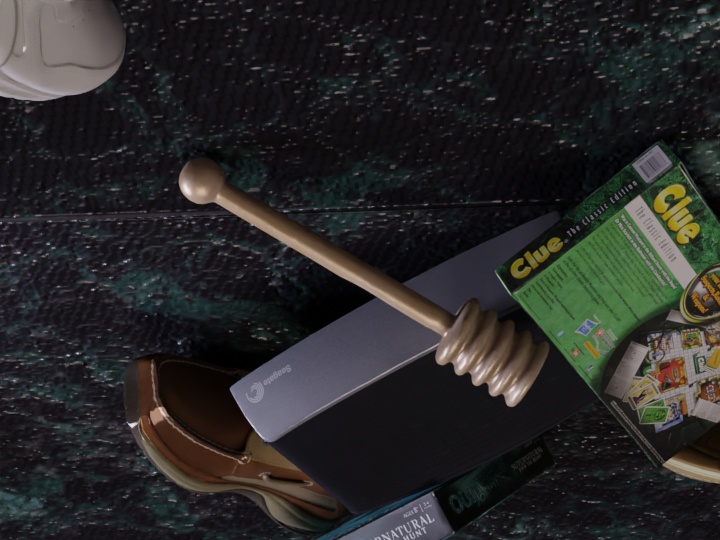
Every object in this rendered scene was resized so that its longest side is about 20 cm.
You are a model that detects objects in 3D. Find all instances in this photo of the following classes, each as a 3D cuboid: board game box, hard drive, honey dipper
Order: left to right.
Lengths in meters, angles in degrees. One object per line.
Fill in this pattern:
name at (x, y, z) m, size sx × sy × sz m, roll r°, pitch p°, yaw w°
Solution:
honey dipper at (0.000, 0.000, 1.139) m, size 0.199 × 0.038 × 0.038 m, roll 32°, pitch 144°, yaw -5°
board game box at (0.005, 0.157, 1.364) m, size 0.199 × 0.028 × 0.135 m, roll -29°, pitch 177°, yaw 32°
hard drive at (0.047, 0.056, 1.227) m, size 0.199 × 0.043 × 0.135 m, roll -28°, pitch 140°, yaw 15°
board game box at (0.152, 0.022, 1.185) m, size 0.104 × 0.024 × 0.200 m, roll -36°, pitch 139°, yaw 6°

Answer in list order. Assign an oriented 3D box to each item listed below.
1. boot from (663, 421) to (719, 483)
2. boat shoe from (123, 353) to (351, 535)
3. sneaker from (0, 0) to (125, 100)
boot at (0.253, 0.119, 1.341) m, size 0.198 × 0.073 × 0.155 m, roll 2°, pitch 151°, yaw -1°
boat shoe at (-0.052, 0.088, 1.312) m, size 0.073 × 0.076 × 0.200 m, roll -23°, pitch 149°, yaw 27°
sneaker at (-0.138, -0.139, 0.934) m, size 0.099 × 0.079 × 0.200 m, roll -16°, pitch 146°, yaw 21°
